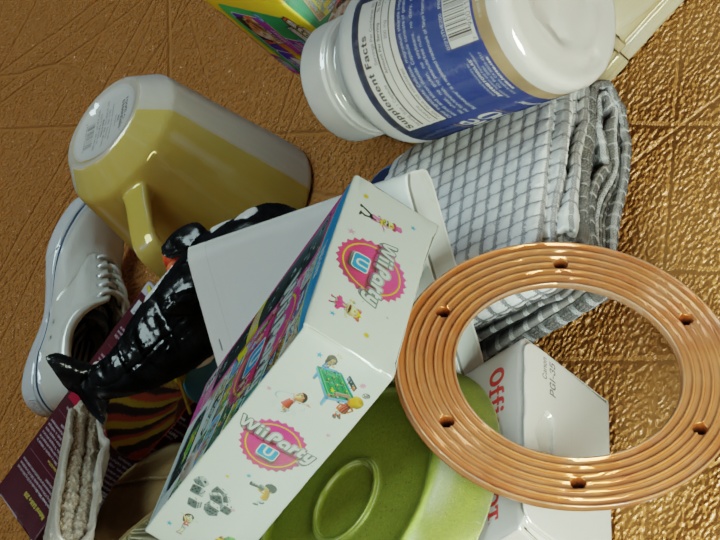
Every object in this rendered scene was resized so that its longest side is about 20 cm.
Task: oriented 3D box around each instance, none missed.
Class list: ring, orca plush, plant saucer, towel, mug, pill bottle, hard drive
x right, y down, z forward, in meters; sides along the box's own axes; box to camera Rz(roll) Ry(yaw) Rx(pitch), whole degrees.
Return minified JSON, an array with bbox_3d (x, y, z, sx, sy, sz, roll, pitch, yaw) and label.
[{"bbox_3d":[0.117,0.060,1.441,0.019,0.199,0.201,95,179,-47],"label":"ring"},{"bbox_3d":[-0.127,0.020,1.697,0.199,0.071,0.106,-25,74,13],"label":"orca plush"},{"bbox_3d":[0.000,0.140,1.475,0.200,0.031,0.201,-36,35,30],"label":"plant saucer"},{"bbox_3d":[0.092,-0.025,1.633,0.165,0.085,0.201,-30,36,34],"label":"towel"},{"bbox_3d":[-0.133,-0.069,1.935,0.150,0.153,0.186,-56,29,-4],"label":"mug"},{"bbox_3d":[-0.198,0.186,1.716,0.200,0.034,0.133,-93,14,-64],"label":"towel"},{"bbox_3d":[0.057,-0.145,1.617,0.199,0.111,0.112,-16,46,45],"label":"pill bottle"},{"bbox_3d":[-0.019,0.025,1.591,0.199,0.026,0.133,-17,89,42],"label":"hard drive"}]

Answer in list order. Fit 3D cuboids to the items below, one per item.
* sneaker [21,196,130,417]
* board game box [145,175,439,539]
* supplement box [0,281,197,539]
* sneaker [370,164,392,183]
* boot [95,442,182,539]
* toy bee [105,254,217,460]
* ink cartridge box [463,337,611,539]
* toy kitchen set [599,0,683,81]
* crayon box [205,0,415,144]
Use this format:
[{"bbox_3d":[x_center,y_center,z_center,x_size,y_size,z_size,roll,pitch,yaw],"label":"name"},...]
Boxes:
[{"bbox_3d":[-0.215,0.026,2.055,0.070,0.073,0.201,-13,57,38],"label":"sneaker"},{"bbox_3d":[-0.040,0.064,1.494,0.200,0.064,0.148,-52,12,37],"label":"board game box"},{"bbox_3d":[-0.181,0.118,1.904,0.200,0.061,0.109,-53,29,1],"label":"supplement box"},{"bbox_3d":[0.000,0.000,1.740,0.074,0.082,0.201,-24,40,45],"label":"sneaker"},{"bbox_3d":[-0.137,0.178,1.713,0.175,0.066,0.200,-35,10,-24],"label":"boot"},{"bbox_3d":[-0.123,0.036,1.790,0.200,0.109,0.131,-50,33,-9],"label":"toy bee"},{"bbox_3d":[0.052,0.155,1.501,0.199,0.083,0.147,-34,35,33],"label":"ink cartridge box"},{"bbox_3d":[0.164,-0.193,1.617,0.200,0.163,0.181,-47,30,13],"label":"toy kitchen set"},{"bbox_3d":[-0.008,-0.163,1.800,0.059,0.200,0.172,-57,29,-7],"label":"crayon box"}]
